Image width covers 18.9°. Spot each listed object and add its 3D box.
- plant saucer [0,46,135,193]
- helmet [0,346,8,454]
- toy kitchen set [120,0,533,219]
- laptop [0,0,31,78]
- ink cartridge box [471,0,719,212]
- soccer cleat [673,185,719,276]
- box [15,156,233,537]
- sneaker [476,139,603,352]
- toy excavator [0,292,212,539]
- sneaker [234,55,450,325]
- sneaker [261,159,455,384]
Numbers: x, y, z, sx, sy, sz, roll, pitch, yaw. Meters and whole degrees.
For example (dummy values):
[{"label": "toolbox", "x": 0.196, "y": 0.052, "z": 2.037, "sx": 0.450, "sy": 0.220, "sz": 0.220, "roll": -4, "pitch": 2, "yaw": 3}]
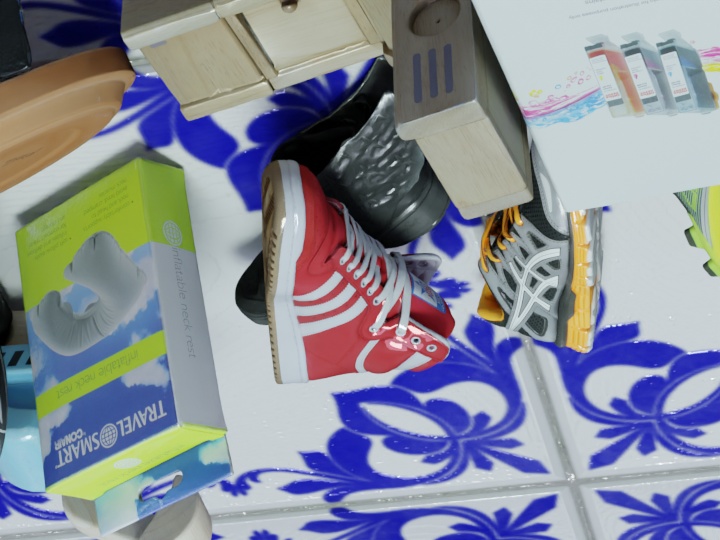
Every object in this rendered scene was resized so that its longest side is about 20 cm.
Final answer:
[{"label": "plant saucer", "x": -0.213, "y": -0.064, "z": 1.203, "sx": 0.200, "sy": 0.200, "sz": 0.032, "roll": -28, "pitch": 90, "yaw": 34}, {"label": "helmet", "x": -0.302, "y": 0.078, "z": 1.293, "sx": 0.200, "sy": 0.191, "sz": 0.200, "roll": -6, "pitch": -174, "yaw": 1}, {"label": "toy kitchen set", "x": -0.038, "y": -0.124, "z": 1.099, "sx": 0.200, "sy": 0.181, "sz": 0.163, "roll": -17, "pitch": 138, "yaw": 17}, {"label": "laptop", "x": -0.282, "y": -0.184, "z": 1.100, "sx": 0.177, "sy": 0.200, "sz": 0.103, "roll": -11, "pitch": 177, "yaw": 18}, {"label": "ink cartridge box", "x": 0.142, "y": -0.152, "z": 1.079, "sx": 0.145, "sy": 0.145, "sz": 0.200, "roll": -10, "pitch": 142, "yaw": 16}, {"label": "soccer cleat", "x": 0.226, "y": -0.050, "z": 1.275, "sx": 0.084, "sy": 0.065, "sz": 0.200, "roll": -21, "pitch": 136, "yaw": 25}, {"label": "box", "x": -0.146, "y": 0.047, "z": 1.313, "sx": 0.122, "sy": 0.200, "sz": 0.048, "roll": -28, "pitch": 152, "yaw": 34}, {"label": "sneaker", "x": 0.109, "y": -0.018, "z": 1.319, "sx": 0.077, "sy": 0.078, "sz": 0.200, "roll": 7, "pitch": 142, "yaw": 9}, {"label": "toy excavator", "x": -0.186, "y": 0.110, "z": 1.399, "sx": 0.194, "sy": 0.200, "sz": 0.100, "roll": -5, "pitch": 143, "yaw": 11}, {"label": "sneaker", "x": -0.026, "y": -0.044, "z": 1.307, "sx": 0.200, "sy": 0.060, "sz": 0.104, "roll": -31, "pitch": 133, "yaw": 29}, {"label": "sneaker", "x": 0.000, "y": 0.000, "z": 1.261, "sx": 0.112, "sy": 0.071, "sz": 0.200, "roll": -3, "pitch": 148, "yaw": -1}]
